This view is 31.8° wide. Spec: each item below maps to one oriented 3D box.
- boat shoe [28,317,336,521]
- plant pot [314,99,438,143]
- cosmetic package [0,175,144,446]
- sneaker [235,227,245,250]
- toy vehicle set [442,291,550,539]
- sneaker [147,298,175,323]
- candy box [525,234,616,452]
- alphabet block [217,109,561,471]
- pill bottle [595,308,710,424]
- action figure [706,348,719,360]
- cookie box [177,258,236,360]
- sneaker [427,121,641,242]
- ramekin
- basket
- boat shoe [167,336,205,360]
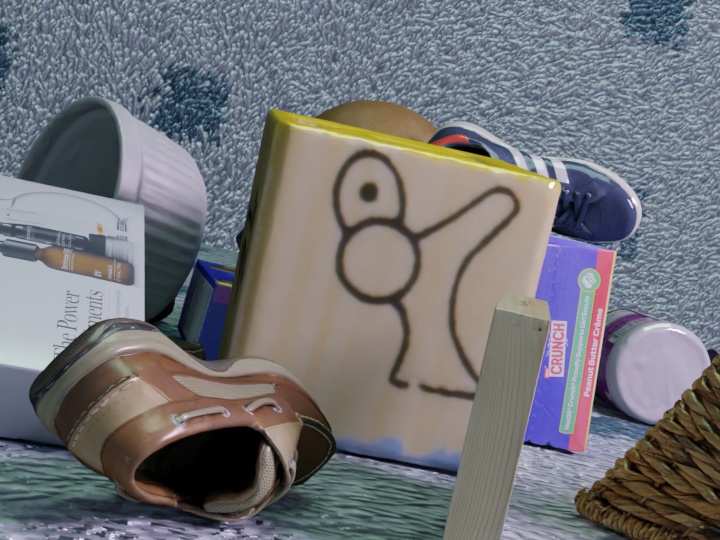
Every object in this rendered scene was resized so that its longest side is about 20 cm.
[{"bbox_3d":[-0.068,0.084,0.584,0.074,0.076,0.200,47,11,29],"label":"boat shoe"},{"bbox_3d":[0.003,-0.051,1.160,0.186,0.187,0.200,13,15,0],"label":"plant pot"},{"bbox_3d":[-0.199,0.013,0.713,0.150,0.052,0.200,10,29,-16],"label":"cosmetic package"},{"bbox_3d":[0.000,0.000,1.036,0.200,0.106,0.075,42,21,-12],"label":"sneaker"},{"bbox_3d":[0.073,0.078,0.668,0.026,0.125,0.200,13,2,7],"label":"toy vehicle set"},{"bbox_3d":[-0.213,0.013,1.250,0.098,0.071,0.200,8,3,-31],"label":"sneaker"},{"bbox_3d":[0.148,0.052,1.106,0.077,0.170,0.200,9,3,-7],"label":"candy box"},{"bbox_3d":[0.009,0.007,0.888,0.195,0.201,0.196,12,8,-10],"label":"alphabet block"},{"bbox_3d":[0.306,0.102,1.422,0.112,0.113,0.200,12,3,-7],"label":"pill bottle"},{"bbox_3d":[0.513,0.156,1.824,0.130,0.070,0.200,6,-6,39],"label":"action figure"},{"bbox_3d":[-0.064,0.051,1.109,0.170,0.076,0.200,14,3,-13],"label":"cookie box"},{"bbox_3d":[0.141,-0.065,1.095,0.199,0.075,0.085,20,29,16],"label":"sneaker"},{"bbox_3d":[-0.223,-0.041,1.111,0.105,0.201,0.200,22,-4,-38],"label":"ramekin"},{"bbox_3d":[0.262,0.148,0.770,0.200,0.149,0.143,10,37,-44],"label":"basket"},{"bbox_3d":[-0.201,0.032,0.888,0.199,0.073,0.072,13,2,-1],"label":"boat shoe"}]
